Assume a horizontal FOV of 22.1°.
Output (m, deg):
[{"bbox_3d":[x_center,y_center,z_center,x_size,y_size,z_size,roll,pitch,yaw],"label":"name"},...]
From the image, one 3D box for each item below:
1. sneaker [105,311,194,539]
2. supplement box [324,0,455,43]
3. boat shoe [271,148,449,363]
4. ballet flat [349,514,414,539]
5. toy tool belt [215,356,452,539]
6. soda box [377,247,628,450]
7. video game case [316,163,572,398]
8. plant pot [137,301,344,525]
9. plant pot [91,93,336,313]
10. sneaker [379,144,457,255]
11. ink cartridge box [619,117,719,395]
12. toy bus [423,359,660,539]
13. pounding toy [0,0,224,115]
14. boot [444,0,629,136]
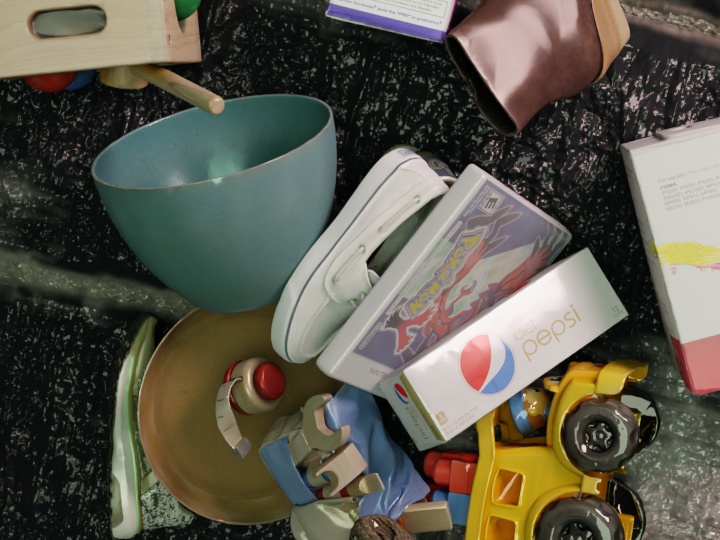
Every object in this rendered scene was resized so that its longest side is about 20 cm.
[{"bbox_3d":[-0.173,0.134,1.591,0.088,0.077,0.202,2,101,-12],"label":"sneaker"},{"bbox_3d":[0.045,-0.293,1.498,0.103,0.101,0.201,13,98,3],"label":"supplement box"},{"bbox_3d":[0.000,0.000,1.472,0.065,0.073,0.201,43,110,33],"label":"boat shoe"},{"bbox_3d":[0.063,0.271,1.438,0.067,0.046,0.200,-39,82,-6],"label":"ballet flat"},{"bbox_3d":[-0.014,0.143,1.509,0.122,0.125,0.201,-22,109,40],"label":"toy tool belt"},{"bbox_3d":[0.116,0.063,1.491,0.199,0.064,0.068,-33,90,-22],"label":"soda box"},{"bbox_3d":[0.072,0.022,1.498,0.023,0.182,0.200,42,98,31],"label":"video game case"},{"bbox_3d":[-0.093,0.115,1.566,0.199,0.027,0.202,-3,99,-17],"label":"plant pot"},{"bbox_3d":[-0.106,-0.046,1.506,0.199,0.200,0.136,-11,113,6],"label":"plant pot"},{"bbox_3d":[0.038,-0.001,1.529,0.067,0.090,0.202,7,97,-29],"label":"sneaker"},{"bbox_3d":[0.302,-0.024,1.483,0.144,0.145,0.201,-15,95,6],"label":"ink cartridge box"},{"bbox_3d":[0.143,0.162,1.538,0.191,0.136,0.202,11,95,20],"label":"toy bus"},{"bbox_3d":[-0.200,-0.192,1.489,0.198,0.184,0.143,-4,96,5],"label":"pounding toy"},{"bbox_3d":[0.126,-0.226,1.474,0.166,0.072,0.201,-36,101,-34],"label":"boot"}]
